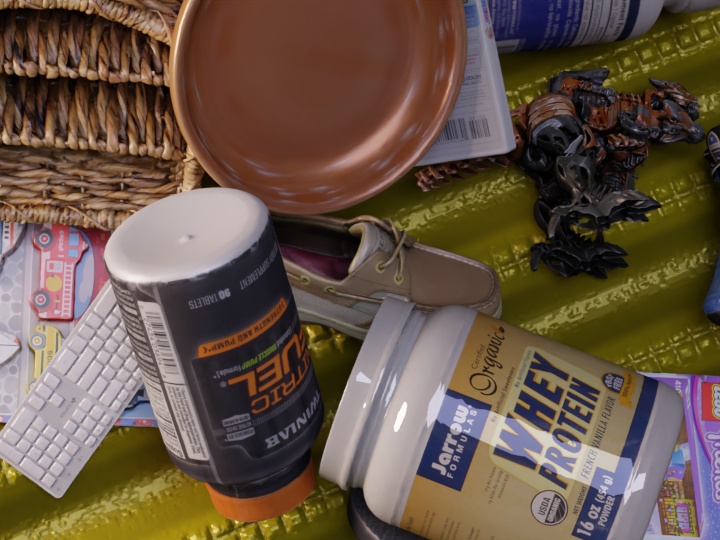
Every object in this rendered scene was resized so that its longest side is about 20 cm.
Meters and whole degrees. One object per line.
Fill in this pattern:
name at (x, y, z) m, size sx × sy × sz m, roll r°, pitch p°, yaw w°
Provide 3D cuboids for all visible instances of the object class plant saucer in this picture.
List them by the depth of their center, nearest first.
plant saucer at (-0.029, -0.135, 1.336) m, size 0.199 × 0.037 × 0.202 m, roll -10°, pitch 113°, yaw -24°

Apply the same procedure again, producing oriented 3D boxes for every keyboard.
keyboard at (-0.158, 0.050, 1.374) m, size 0.056 × 0.011 × 0.201 m, roll 35°, pitch 93°, yaw -9°

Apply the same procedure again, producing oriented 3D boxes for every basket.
basket at (-0.192, -0.123, 1.354) m, size 0.198 × 0.143 × 0.150 m, roll 5°, pitch 63°, yaw -9°

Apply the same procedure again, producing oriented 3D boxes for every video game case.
video game case at (0.017, -0.167, 1.400) m, size 0.142 × 0.018 × 0.202 m, roll -6°, pitch 102°, yaw 29°

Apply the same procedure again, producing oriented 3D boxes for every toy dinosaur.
toy dinosaur at (0.140, -0.072, 1.455) m, size 0.199 × 0.102 × 0.137 m, roll -19°, pitch 65°, yaw 5°

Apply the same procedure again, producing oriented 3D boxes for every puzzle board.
puzzle board at (-0.199, 0.001, 1.407) m, size 0.149 × 0.017 × 0.202 m, roll 2°, pitch 78°, yaw -9°

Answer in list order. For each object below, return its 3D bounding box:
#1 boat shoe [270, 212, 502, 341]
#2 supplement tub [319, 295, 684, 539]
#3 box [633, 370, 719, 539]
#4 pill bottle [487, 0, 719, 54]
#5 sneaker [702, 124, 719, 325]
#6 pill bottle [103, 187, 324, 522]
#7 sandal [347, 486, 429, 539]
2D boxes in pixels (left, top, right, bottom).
boat shoe at (0.000, 0.000, 1.403) m, size 0.198 × 0.067 × 0.074 m, roll 5°, pitch 45°, yaw -9°
supplement tub at (0.087, 0.107, 1.337) m, size 0.199 × 0.144 × 0.145 m, roll 20°, pitch 76°, yaw 5°
box at (0.187, 0.168, 1.427) m, size 0.136 × 0.039 × 0.202 m, roll 4°, pitch 78°, yaw -8°
pill bottle at (0.144, -0.212, 1.454) m, size 0.198 × 0.120 × 0.121 m, roll -8°, pitch 80°, yaw -11°
sneaker at (0.264, -0.056, 1.461) m, size 0.089 × 0.078 × 0.201 m, roll 28°, pitch 67°, yaw -16°
pill bottle at (-0.083, 0.058, 1.333) m, size 0.106 × 0.106 × 0.201 m, roll -23°, pitch 122°, yaw -13°
sandal at (0.066, 0.200, 1.376) m, size 0.200 × 0.043 × 0.076 m, roll 39°, pitch 43°, yaw 19°
